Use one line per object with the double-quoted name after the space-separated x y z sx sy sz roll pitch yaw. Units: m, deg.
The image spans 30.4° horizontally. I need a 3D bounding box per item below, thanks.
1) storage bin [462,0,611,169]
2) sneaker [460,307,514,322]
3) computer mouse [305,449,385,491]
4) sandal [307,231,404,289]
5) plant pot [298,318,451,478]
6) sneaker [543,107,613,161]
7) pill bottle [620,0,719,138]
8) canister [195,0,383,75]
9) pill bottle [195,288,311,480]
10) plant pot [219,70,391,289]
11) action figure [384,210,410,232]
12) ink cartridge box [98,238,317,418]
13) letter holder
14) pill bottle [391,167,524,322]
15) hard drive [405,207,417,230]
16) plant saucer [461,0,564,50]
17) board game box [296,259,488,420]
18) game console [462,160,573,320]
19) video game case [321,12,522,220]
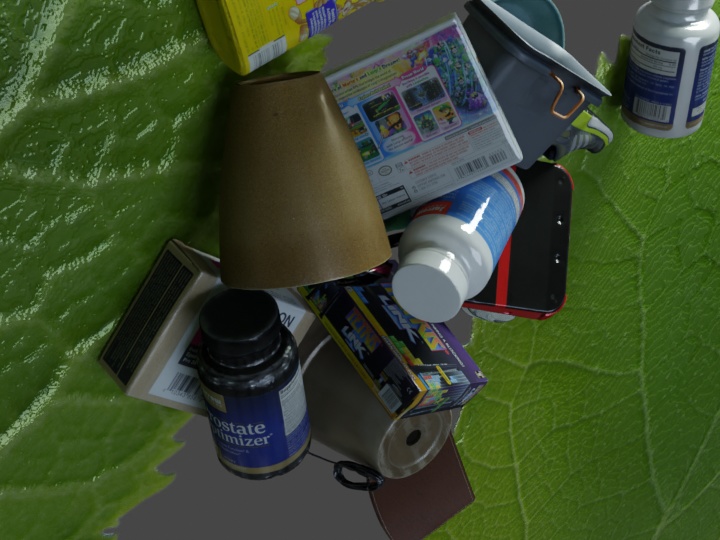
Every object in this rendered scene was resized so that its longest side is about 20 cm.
0.174 -0.201 1.515 0.199 0.146 0.135 17 117 -47 "storage bin"
0.169 0.027 1.758 0.077 0.085 0.200 -50 140 -1 "sneaker"
-0.055 0.215 1.622 0.034 0.198 0.059 -48 156 -44 "computer mouse"
0.000 0.000 1.483 0.075 0.045 0.200 -23 -175 28 "sandal"
0.017 0.163 1.653 0.199 0.173 0.202 -23 133 -27 "plant pot"
0.261 -0.179 1.690 0.081 0.074 0.200 -48 155 13 "sneaker"
0.405 -0.284 1.726 0.110 0.111 0.202 -22 131 -29 "pill bottle"
-0.065 -0.300 1.311 0.199 0.086 0.149 -33 136 -18 "canister"
-0.117 0.121 1.435 0.111 0.112 0.202 -28 134 -24 "pill bottle"
-0.070 -0.102 1.389 0.185 0.186 0.203 -16 105 -33 "plant pot"
-0.036 -0.054 1.538 0.199 0.055 0.119 -28 136 -15 "action figure"
-0.169 0.076 1.497 0.199 0.075 0.166 22 104 -47 "ink cartridge box"
0.057 0.274 1.827 0.142 0.100 0.201 -36 137 -13 "letter holder"
0.108 -0.037 1.506 0.201 0.111 0.113 -59 153 -45 "pill bottle"
0.155 -0.059 1.665 0.199 0.033 0.141 -28 94 -25 "hard drive"
0.161 -0.245 1.591 0.199 0.036 0.202 -23 132 -28 "plant saucer"
0.040 0.076 1.561 0.057 0.201 0.165 -48 157 25 "board game box"
0.180 -0.047 1.644 0.175 0.031 0.203 9 78 -17 "game console"
0.052 -0.160 1.445 0.198 0.024 0.183 -22 116 16 "video game case"
